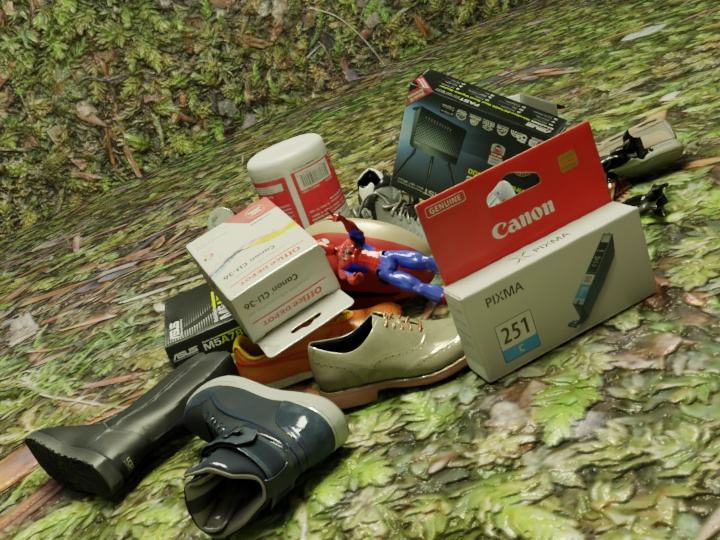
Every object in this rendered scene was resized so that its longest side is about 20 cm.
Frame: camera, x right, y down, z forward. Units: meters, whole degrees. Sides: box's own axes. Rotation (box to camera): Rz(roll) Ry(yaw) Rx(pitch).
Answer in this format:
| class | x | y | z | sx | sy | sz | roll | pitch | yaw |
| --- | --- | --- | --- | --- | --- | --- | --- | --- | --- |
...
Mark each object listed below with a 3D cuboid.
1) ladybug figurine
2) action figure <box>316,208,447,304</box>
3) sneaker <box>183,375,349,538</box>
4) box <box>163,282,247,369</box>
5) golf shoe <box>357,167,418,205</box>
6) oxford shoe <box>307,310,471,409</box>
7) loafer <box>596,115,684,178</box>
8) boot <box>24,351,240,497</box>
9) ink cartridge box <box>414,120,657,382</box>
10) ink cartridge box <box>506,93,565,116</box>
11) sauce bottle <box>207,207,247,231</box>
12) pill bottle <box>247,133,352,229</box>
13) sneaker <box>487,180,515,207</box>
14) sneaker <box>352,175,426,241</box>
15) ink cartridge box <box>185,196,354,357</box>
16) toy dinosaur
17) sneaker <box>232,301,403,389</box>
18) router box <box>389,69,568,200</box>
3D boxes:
| class | x | y | z | sx | sy | sz | roll | pitch | yaw |
| --- | --- | --- | --- | --- | --- | --- | --- | --- | --- |
| ladybug figurine | 0.000 | 0.000 | 0.989 | 0.198 | 0.136 | 0.072 | -4 | 49 | 35 |
| action figure | 0.029 | -0.009 | 0.868 | 0.198 | 0.066 | 0.099 | 15 | -5 | 25 |
| sneaker | -0.129 | 0.167 | 0.757 | 0.201 | 0.078 | 0.146 | -3 | 24 | 40 |
| box | -0.179 | 0.052 | 1.151 | 0.192 | 0.048 | 0.200 | -21 | 20 | -6 |
| golf shoe | 0.042 | -0.130 | 1.319 | 0.077 | 0.095 | 0.200 | -17 | 19 | 16 |
| oxford shoe | 0.043 | 0.073 | 0.819 | 0.198 | 0.074 | 0.071 | -21 | 17 | -1 |
| loafer | 0.320 | -0.146 | 1.081 | 0.198 | 0.063 | 0.072 | -18 | -20 | -1 |
| boot | -0.251 | 0.158 | 0.922 | 0.164 | 0.066 | 0.200 | 6 | 36 | 38 |
| ink cartridge box | 0.169 | -0.019 | 0.771 | 0.199 | 0.177 | 0.045 | -27 | 20 | -12 |
| ink cartridge box | 0.216 | -0.219 | 1.338 | 0.199 | 0.085 | 0.175 | -5 | 0 | 39 |
| sauce bottle | -0.158 | -0.055 | 1.135 | 0.065 | 0.067 | 0.200 | -18 | -9 | 10 |
| pill bottle | -0.071 | -0.077 | 1.140 | 0.111 | 0.202 | 0.112 | -18 | 20 | 7 |
| sneaker | 0.179 | -0.033 | 0.888 | 0.199 | 0.116 | 0.075 | -3 | 27 | 43 |
| sneaker | 0.069 | -0.077 | 1.117 | 0.198 | 0.116 | 0.075 | -9 | 23 | 33 |
| ink cartridge box | -0.103 | 0.002 | 0.914 | 0.116 | 0.068 | 0.200 | -34 | 36 | -13 |
| toy dinosaur | 0.286 | -0.098 | 0.988 | 0.135 | 0.102 | 0.200 | -26 | 18 | 38 |
| sneaker | -0.048 | 0.074 | 0.912 | 0.198 | 0.078 | 0.073 | -21 | 20 | 3 |
| router box | 0.144 | -0.147 | 1.042 | 0.199 | 0.151 | 0.062 | 25 | 40 | 19 |
